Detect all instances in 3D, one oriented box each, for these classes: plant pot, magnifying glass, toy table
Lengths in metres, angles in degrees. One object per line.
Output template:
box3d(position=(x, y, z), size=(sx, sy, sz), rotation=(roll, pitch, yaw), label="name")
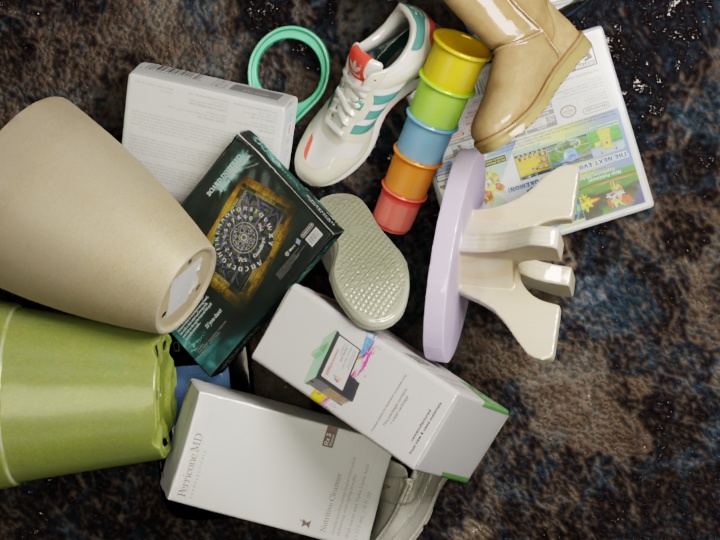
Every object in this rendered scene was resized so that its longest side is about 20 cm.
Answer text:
box3d(position=(-0.273, 0.115, 1.701), size=(0.189, 0.200, 0.201), rotation=(-1, 96, 3), label="plant pot")
box3d(position=(-0.088, -0.140, 1.759), size=(0.079, 0.022, 0.201), rotation=(20, 98, 0), label="magnifying glass")
box3d(position=(0.134, -0.009, 1.676), size=(0.117, 0.184, 0.201), rotation=(7, 88, 13), label="toy table")
box3d(position=(-0.240, -0.030, 1.666), size=(0.200, 0.187, 0.188), rotation=(31, 97, 17), label="plant pot")

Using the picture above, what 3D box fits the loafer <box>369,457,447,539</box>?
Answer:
box3d(position=(0.045, 0.202, 1.766), size=(0.070, 0.070, 0.200), rotation=(32, 87, -16), label="loafer")

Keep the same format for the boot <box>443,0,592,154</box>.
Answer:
box3d(position=(0.097, -0.226, 1.614), size=(0.200, 0.066, 0.175), rotation=(48, 55, -14), label="boot")

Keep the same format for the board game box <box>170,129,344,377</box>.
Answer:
box3d(position=(-0.123, -0.015, 1.712), size=(0.135, 0.028, 0.200), rotation=(47, 115, 12), label="board game box")

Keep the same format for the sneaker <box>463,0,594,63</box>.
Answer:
box3d(position=(0.181, -0.277, 1.708), size=(0.200, 0.076, 0.077), rotation=(-31, 83, -5), label="sneaker")

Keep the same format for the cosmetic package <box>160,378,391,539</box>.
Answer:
box3d(position=(-0.081, 0.184, 1.731), size=(0.199, 0.081, 0.113), rotation=(14, 93, -15), label="cosmetic package")

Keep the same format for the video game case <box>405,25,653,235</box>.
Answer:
box3d(position=(0.163, -0.119, 1.753), size=(0.199, 0.022, 0.183), rotation=(-17, 95, 3), label="video game case")

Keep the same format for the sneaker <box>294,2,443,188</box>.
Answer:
box3d(position=(-0.003, -0.171, 1.707), size=(0.200, 0.093, 0.070), rotation=(-48, 61, 3), label="sneaker")

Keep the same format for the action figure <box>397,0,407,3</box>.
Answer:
box3d(position=(-0.015, -0.284, 1.671), size=(0.200, 0.193, 0.105), rotation=(-31, 64, 28), label="action figure")

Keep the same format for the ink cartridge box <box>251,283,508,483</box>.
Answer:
box3d(position=(0.019, 0.105, 1.683), size=(0.200, 0.145, 0.084), rotation=(33, 93, 26), label="ink cartridge box")

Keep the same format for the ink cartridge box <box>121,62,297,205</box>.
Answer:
box3d(position=(-0.153, -0.087, 1.752), size=(0.159, 0.047, 0.201), rotation=(13, 114, 11), label="ink cartridge box")

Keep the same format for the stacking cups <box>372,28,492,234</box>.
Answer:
box3d(position=(0.059, -0.129, 1.714), size=(0.060, 0.061, 0.201), rotation=(24, 119, -1), label="stacking cups")

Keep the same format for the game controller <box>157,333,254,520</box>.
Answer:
box3d(position=(-0.153, 0.145, 1.782), size=(0.104, 0.042, 0.201), rotation=(-5, 95, 2), label="game controller")

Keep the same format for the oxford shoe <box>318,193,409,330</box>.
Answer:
box3d(position=(0.000, 0.000, 1.698), size=(0.075, 0.200, 0.058), rotation=(-6, 124, -13), label="oxford shoe")
